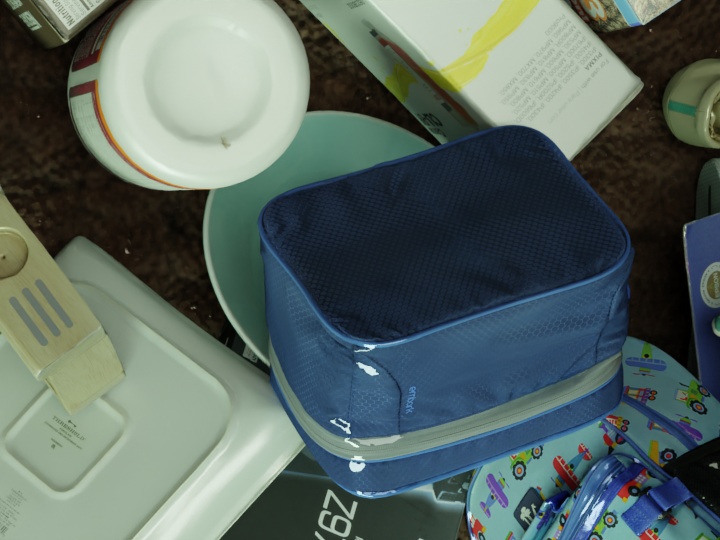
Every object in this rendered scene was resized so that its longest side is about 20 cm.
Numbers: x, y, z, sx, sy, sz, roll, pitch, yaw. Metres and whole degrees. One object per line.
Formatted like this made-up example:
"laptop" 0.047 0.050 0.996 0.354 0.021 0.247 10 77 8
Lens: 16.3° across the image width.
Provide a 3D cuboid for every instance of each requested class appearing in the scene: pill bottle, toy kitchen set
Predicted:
"pill bottle" -0.099 -0.097 1.350 0.109 0.200 0.110 0 92 -13
"toy kitchen set" -0.264 0.019 1.299 0.200 0.163 0.181 -36 70 -10

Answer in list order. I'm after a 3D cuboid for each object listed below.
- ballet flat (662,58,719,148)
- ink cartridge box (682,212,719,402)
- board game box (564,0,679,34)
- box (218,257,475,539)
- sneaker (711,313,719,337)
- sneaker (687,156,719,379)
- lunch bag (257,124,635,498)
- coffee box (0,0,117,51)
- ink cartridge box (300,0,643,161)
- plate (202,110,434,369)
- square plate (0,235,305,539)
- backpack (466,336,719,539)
"ballet flat" 0.282 -0.104 1.511 0.199 0.069 0.070 -9 94 -13
"ink cartridge box" 0.282 0.044 1.477 0.200 0.043 0.197 -19 107 -37
"board game box" 0.163 -0.213 1.410 0.159 0.200 0.097 -34 99 -10
"box" -0.019 0.111 1.416 0.160 0.044 0.200 25 61 -12
"sneaker" 0.249 0.102 1.422 0.093 0.070 0.200 -7 109 16
"sneaker" 0.239 0.032 1.500 0.071 0.073 0.201 3 91 -11
"lunch bag" 0.050 0.024 1.321 0.199 0.136 0.133 -16 135 -18
"coffee box" -0.119 -0.215 1.387 0.200 0.114 0.080 -41 100 -8
"ink cartridge box" 0.046 -0.143 1.411 0.200 0.145 0.083 44 82 -11
"plate" 0.000 0.000 1.432 0.200 0.026 0.201 13 58 -21
"square plate" -0.155 0.096 1.362 0.200 0.028 0.198 35 74 28
"backpack" 0.142 0.144 1.382 0.200 0.183 0.134 46 39 19
